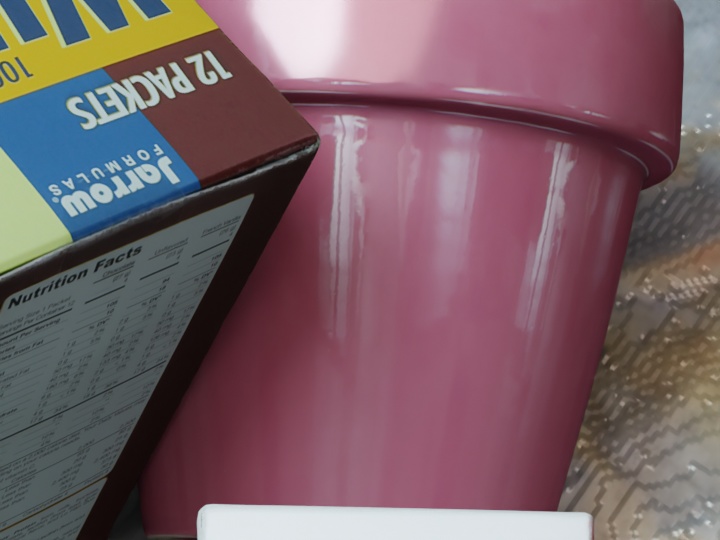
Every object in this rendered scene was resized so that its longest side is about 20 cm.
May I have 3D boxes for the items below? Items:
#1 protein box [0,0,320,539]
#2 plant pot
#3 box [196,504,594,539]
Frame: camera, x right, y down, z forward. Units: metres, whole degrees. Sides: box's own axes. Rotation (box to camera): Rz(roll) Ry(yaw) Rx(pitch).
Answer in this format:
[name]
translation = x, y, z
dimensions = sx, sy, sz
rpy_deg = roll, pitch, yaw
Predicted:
[protein box]
translation = -0.152, -0.019, 0.734
dimensions = 0.135, 0.200, 0.199
rpy_deg = -25, 66, -43
[plant pot]
translation = 0.000, 0.000, 0.824
dimensions = 0.200, 0.200, 0.179
rpy_deg = 4, 82, 0
[box]
translation = 0.008, 0.168, 0.736
dimensions = 0.106, 0.200, 0.152
rpy_deg = 1, 68, -1
